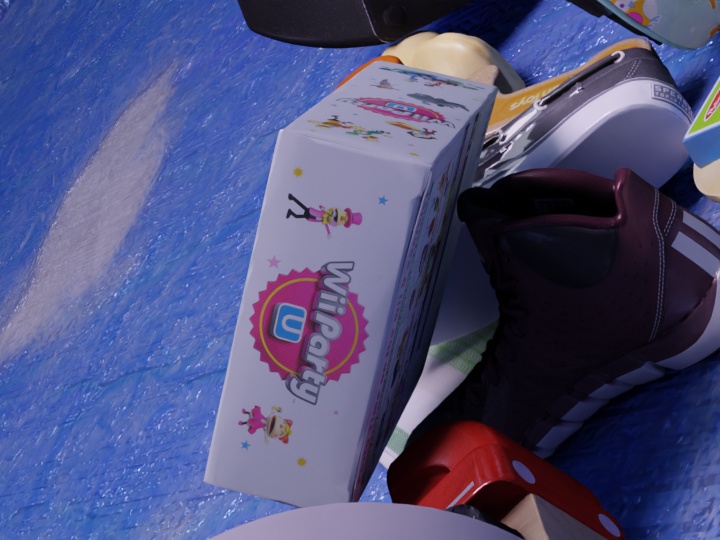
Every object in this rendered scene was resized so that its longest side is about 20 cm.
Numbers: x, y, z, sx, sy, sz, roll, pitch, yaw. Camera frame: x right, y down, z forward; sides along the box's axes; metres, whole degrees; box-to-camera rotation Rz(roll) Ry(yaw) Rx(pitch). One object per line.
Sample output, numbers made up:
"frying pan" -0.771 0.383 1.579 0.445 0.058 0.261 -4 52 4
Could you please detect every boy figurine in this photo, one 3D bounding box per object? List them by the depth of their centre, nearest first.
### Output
"boy figurine" 0.025 -0.095 1.409 0.200 0.064 0.125 -29 26 49

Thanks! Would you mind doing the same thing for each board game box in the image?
"board game box" 0.000 0.000 0.986 0.200 0.064 0.148 -54 -22 -75

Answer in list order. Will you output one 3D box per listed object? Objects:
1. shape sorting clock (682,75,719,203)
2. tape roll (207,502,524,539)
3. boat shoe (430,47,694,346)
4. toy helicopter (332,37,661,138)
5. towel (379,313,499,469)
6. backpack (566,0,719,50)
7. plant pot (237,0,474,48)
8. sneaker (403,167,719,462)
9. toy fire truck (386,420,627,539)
"shape sorting clock" 0.214 -0.108 1.008 0.200 0.039 0.200 -46 15 16
"tape roll" 0.001 0.177 0.774 0.200 0.200 0.066 -47 20 19
"boat shoe" 0.068 -0.037 1.111 0.200 0.070 0.066 -39 33 25
"toy helicopter" 0.062 -0.065 1.185 0.200 0.079 0.132 -21 28 33
"towel" 0.070 0.017 1.170 0.200 0.031 0.149 -53 21 -3
"backpack" 0.138 -0.203 1.120 0.153 0.176 0.200 -45 8 31
"plant pot" 0.016 -0.245 1.440 0.199 0.200 0.177 -27 31 -10
"sneaker" 0.065 0.016 1.015 0.200 0.115 0.076 -37 27 30
"toy fire truck" 0.026 0.131 0.958 0.176 0.129 0.200 -47 30 19
